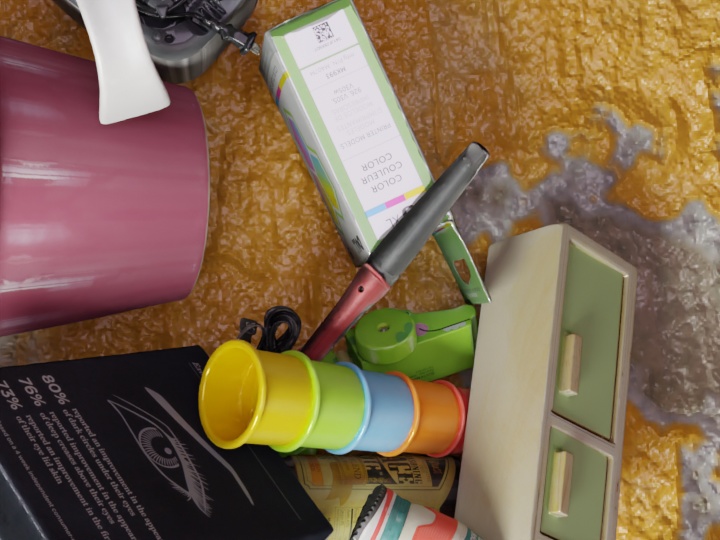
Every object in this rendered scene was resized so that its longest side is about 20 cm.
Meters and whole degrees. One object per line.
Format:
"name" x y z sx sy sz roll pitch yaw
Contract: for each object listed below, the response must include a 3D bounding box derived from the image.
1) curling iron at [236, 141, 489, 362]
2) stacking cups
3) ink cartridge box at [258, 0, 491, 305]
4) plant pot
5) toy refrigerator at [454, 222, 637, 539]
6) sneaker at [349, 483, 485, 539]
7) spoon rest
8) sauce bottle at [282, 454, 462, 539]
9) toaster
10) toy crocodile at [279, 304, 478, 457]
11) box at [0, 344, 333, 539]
"curling iron" 0.000 0.000 0.891 0.050 0.026 0.200 41 109 -18
"stacking cups" 0.000 0.079 0.912 0.199 0.060 0.061 10 84 -42
"ink cartridge box" 0.006 -0.058 0.957 0.059 0.104 0.201 -26 89 -6
"plant pot" -0.188 -0.046 0.905 0.178 0.200 0.202 1 86 -21
"toy refrigerator" 0.114 0.080 0.931 0.076 0.070 0.201 28 60 -35
"sneaker" 0.019 0.223 0.887 0.093 0.070 0.201 19 111 4
"spoon rest" -0.148 -0.183 0.835 0.099 0.061 0.201 -18 82 -10
"sauce bottle" 0.034 0.145 0.959 0.198 0.066 0.067 2 86 -19
"toaster" -0.132 -0.192 0.940 0.200 0.129 0.114 38 85 -1
"toy crocodile" -0.018 0.067 0.972 0.199 0.062 0.068 -22 130 -7
"box" -0.138 0.133 0.843 0.148 0.199 0.105 51 118 25
